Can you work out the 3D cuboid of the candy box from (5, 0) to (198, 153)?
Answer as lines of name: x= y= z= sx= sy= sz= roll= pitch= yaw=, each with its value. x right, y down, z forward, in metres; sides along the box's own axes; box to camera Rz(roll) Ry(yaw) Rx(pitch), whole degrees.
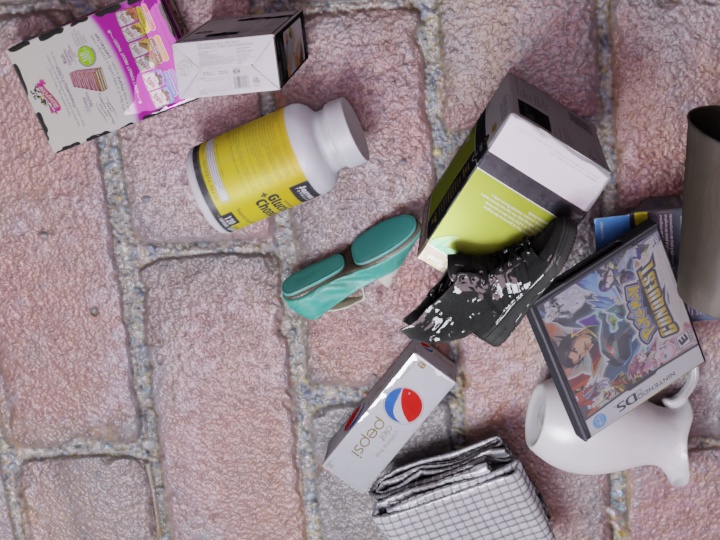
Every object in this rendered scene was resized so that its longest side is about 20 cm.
candy box: x=-0.297 y=-0.238 z=1.623 sx=0.199 sy=0.061 sz=0.137 roll=-19 pitch=106 yaw=11

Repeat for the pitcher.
pitcher: x=0.313 y=0.169 z=1.684 sx=0.199 sy=0.121 sz=0.173 roll=10 pitch=92 yaw=-9

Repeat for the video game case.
video game case: x=0.294 y=0.071 z=1.576 sx=0.180 sy=0.025 sz=0.201 roll=-31 pitch=117 yaw=-11

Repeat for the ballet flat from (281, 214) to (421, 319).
ballet flat: x=0.000 y=0.000 z=1.682 sx=0.199 sy=0.068 sz=0.070 roll=-28 pitch=128 yaw=14

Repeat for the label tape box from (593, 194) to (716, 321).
label tape box: x=0.379 y=-0.014 z=1.631 sx=0.199 sy=0.063 sz=0.145 roll=-4 pitch=109 yaw=7

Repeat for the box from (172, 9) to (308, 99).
box: x=-0.131 y=-0.244 z=1.531 sx=0.116 sy=0.200 sz=0.060 roll=-4 pitch=107 yaw=9

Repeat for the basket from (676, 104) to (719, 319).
basket: x=0.421 y=-0.057 z=1.507 sx=0.180 sy=0.136 sz=0.201 roll=32 pitch=127 yaw=40

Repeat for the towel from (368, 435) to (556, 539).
towel: x=0.132 y=0.303 z=1.734 sx=0.199 sy=0.086 sz=0.166 roll=-22 pitch=124 yaw=14

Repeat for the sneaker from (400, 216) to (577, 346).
sneaker: x=0.135 y=0.008 z=1.454 sx=0.104 sy=0.060 sz=0.200 roll=29 pitch=114 yaw=-10

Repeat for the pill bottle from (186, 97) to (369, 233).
pill bottle: x=-0.096 y=-0.128 z=1.613 sx=0.199 sy=0.112 sz=0.112 roll=-22 pitch=106 yaw=13

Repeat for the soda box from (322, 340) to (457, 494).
soda box: x=0.037 y=0.182 z=1.733 sx=0.068 sy=0.064 sz=0.200 roll=36 pitch=109 yaw=-7

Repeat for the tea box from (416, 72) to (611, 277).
tea box: x=0.169 y=-0.090 z=1.554 sx=0.133 sy=0.200 sz=0.197 roll=31 pitch=110 yaw=-7
